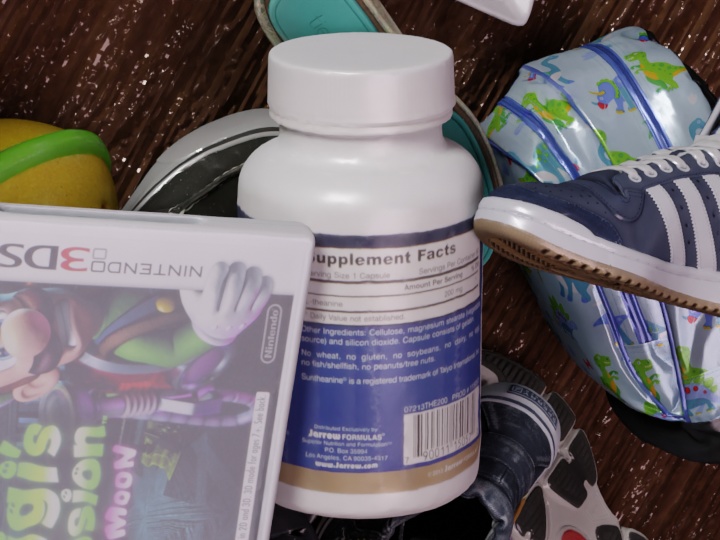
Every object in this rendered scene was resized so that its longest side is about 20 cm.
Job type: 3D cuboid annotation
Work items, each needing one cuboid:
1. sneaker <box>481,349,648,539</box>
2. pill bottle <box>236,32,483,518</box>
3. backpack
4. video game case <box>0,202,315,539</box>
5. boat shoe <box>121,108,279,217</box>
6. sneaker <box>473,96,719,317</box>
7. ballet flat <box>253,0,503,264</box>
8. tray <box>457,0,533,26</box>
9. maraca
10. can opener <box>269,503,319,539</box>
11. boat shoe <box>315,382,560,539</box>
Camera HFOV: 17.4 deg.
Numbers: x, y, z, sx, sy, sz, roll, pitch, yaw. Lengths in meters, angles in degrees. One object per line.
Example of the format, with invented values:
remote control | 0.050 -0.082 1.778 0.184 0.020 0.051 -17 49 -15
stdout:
sneaker | 0.085 0.133 1.259 0.081 0.083 0.201 -47 115 -36
pill bottle | 0.000 0.000 1.053 0.110 0.111 0.201 -9 109 -25
backpack | 0.139 -0.019 1.170 0.153 0.163 0.201 -9 111 -8
video game case | -0.120 0.071 0.987 0.181 0.023 0.201 3 109 -19
boat shoe | -0.094 0.006 1.104 0.200 0.064 0.071 -42 126 -5
sneaker | 0.143 -0.040 1.052 0.199 0.070 0.109 14 89 -31
ballet flat | 0.013 -0.085 1.119 0.067 0.062 0.200 -25 124 10
tray | 0.010 -0.194 1.080 0.199 0.022 0.108 19 84 -34
maraca | -0.187 0.008 1.017 0.200 0.107 0.137 -37 161 -20
can opener | -0.109 0.150 1.094 0.199 0.064 0.079 -21 167 7
boat shoe | 0.019 0.139 1.171 0.071 0.091 0.200 38 127 -2
